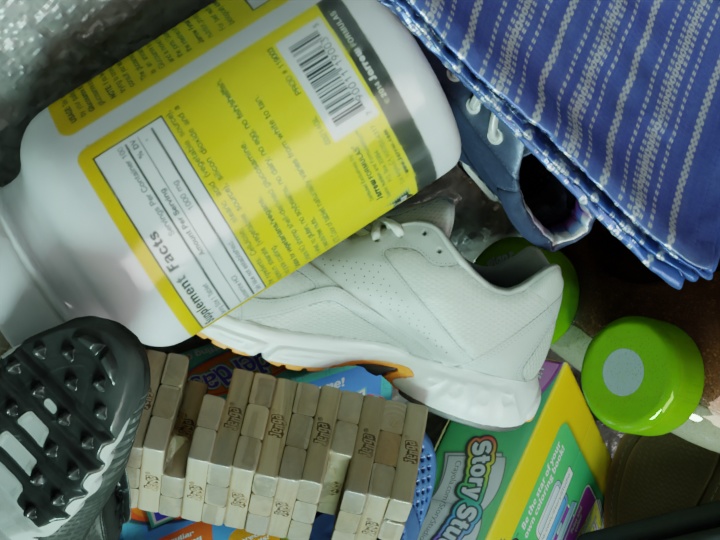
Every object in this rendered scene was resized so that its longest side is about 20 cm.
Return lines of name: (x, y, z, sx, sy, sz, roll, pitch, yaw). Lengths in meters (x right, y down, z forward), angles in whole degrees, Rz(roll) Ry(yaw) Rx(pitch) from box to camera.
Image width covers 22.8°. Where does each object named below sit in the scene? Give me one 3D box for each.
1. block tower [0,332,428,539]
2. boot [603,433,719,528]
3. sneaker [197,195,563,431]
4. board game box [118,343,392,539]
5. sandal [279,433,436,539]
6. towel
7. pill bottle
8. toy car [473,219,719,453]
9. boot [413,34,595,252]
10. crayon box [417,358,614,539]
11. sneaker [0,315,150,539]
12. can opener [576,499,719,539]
block tower: (-0.074, 0.077, 0.806, 0.198, 0.058, 0.054, 13, 141, -1)
boot: (0.225, 0.098, 1.048, 0.155, 0.076, 0.201, 25, 81, -50)
sneaker: (0.000, 0.000, 0.826, 0.199, 0.076, 0.093, 16, 107, -10)
board game box: (-0.059, 0.121, 0.935, 0.151, 0.045, 0.201, -17, 133, -18)
sandal: (-0.005, 0.154, 0.846, 0.080, 0.087, 0.201, 50, 50, -28)
towel: (0.101, -0.103, 0.754, 0.200, 0.145, 0.024, 41, 146, -26)
pill bottle: (-0.067, -0.041, 0.743, 0.199, 0.113, 0.113, -32, 137, -3)
toy car: (0.178, -0.025, 0.895, 0.164, 0.158, 0.201, 13, 108, -50)
boot: (0.056, -0.099, 0.784, 0.072, 0.090, 0.200, -33, 137, -2)
crayon box: (0.076, 0.174, 0.983, 0.201, 0.058, 0.173, -62, 143, -27)
sneaker: (-0.127, 0.084, 0.735, 0.090, 0.066, 0.201, -29, 156, -53)
can opener: (0.193, 0.125, 0.927, 0.199, 0.053, 0.067, -18, 107, 27)
